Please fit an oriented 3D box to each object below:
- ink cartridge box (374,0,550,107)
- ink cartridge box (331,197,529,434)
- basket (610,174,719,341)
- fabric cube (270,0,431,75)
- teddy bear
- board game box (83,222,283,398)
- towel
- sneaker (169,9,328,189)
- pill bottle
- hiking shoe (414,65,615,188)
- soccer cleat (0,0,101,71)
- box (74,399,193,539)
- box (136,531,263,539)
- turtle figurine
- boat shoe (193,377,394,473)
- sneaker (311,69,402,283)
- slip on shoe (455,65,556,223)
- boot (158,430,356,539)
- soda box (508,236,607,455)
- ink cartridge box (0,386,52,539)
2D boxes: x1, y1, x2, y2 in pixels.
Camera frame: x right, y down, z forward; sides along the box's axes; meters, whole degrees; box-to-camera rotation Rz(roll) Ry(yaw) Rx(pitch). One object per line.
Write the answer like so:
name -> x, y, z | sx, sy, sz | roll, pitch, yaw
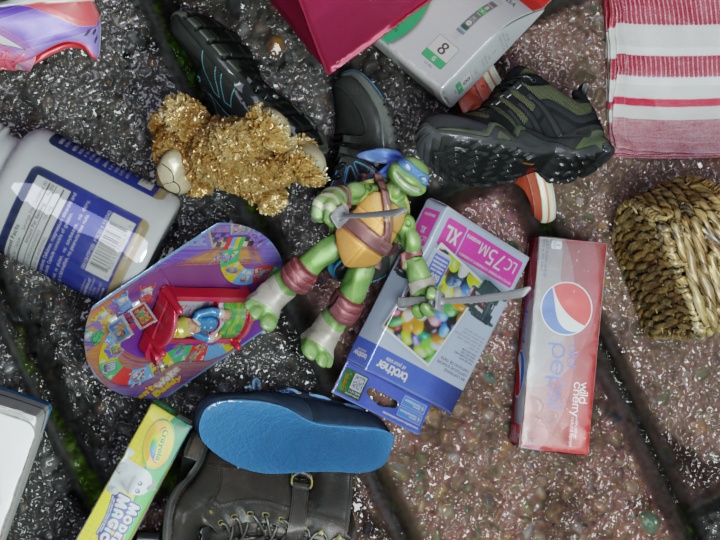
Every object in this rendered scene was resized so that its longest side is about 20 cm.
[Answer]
ink cartridge box -> 0.092, -0.274, 1.556 | 0.200, 0.050, 0.161 | -47, 67, -3
ink cartridge box -> 0.066, 0.049, 1.552 | 0.119, 0.042, 0.201 | 29, 89, -35
basket -> 0.327, -0.024, 1.527 | 0.148, 0.200, 0.144 | -20, 89, -4
fabric cube -> -0.021, -0.338, 1.472 | 0.200, 0.196, 0.200 | -35, 68, -6
teddy bear -> -0.117, -0.100, 1.472 | 0.199, 0.145, 0.067 | 10, 68, 28
board game box -> -0.148, 0.051, 1.503 | 0.199, 0.158, 0.039 | -34, 50, -6
towel -> 0.308, -0.209, 1.620 | 0.143, 0.023, 0.201 | -1, 88, -7
sneaker -> -0.120, -0.157, 1.547 | 0.079, 0.075, 0.200 | -45, 78, 22
pill bottle -> -0.275, -0.057, 1.505 | 0.199, 0.120, 0.120 | 28, 86, -4
hiking shoe -> 0.130, -0.133, 1.500 | 0.199, 0.076, 0.101 | 1, 60, -30
soccer cleat -> -0.337, -0.212, 1.533 | 0.199, 0.068, 0.074 | -13, 94, -8
box -> -0.216, 0.215, 1.505 | 0.048, 0.117, 0.201 | 31, 86, -2
box -> -0.132, 0.345, 1.544 | 0.157, 0.048, 0.201 | 1, 88, -5
turtle figurine -> 0.000, 0.000, 1.447 | 0.194, 0.144, 0.200 | -48, 55, 17
boat shoe -> -0.068, 0.147, 1.524 | 0.199, 0.069, 0.084 | 18, 107, -32
sneaker -> -0.005, -0.086, 1.553 | 0.081, 0.073, 0.201 | -11, 89, -15
slip on shoe -> 0.125, -0.130, 1.575 | 0.061, 0.074, 0.201 | -30, 86, -1
boot -> -0.088, 0.228, 1.502 | 0.173, 0.069, 0.201 | 15, 45, -2
soda box -> 0.186, 0.071, 1.577 | 0.070, 0.063, 0.201 | 6, 88, -5
ink cartridge box -> -0.334, 0.178, 1.452 | 0.085, 0.200, 0.147 | 19, 86, -5
